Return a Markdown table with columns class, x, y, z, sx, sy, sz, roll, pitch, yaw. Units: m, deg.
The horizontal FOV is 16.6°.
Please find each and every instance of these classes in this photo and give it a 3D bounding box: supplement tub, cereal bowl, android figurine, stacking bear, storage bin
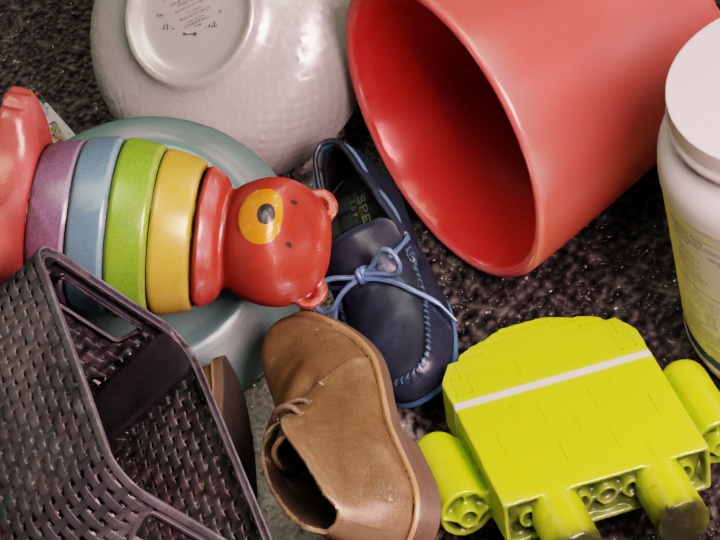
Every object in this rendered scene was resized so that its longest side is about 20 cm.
| class | x | y | z | sx | sy | sz | roll | pitch | yaw |
| --- | --- | --- | --- | --- | --- | --- | --- | --- | --- |
| supplement tub | 0.242 | -0.036 | 1.380 | 0.144 | 0.201 | 0.146 | -8 | 48 | 9 |
| cereal bowl | -0.093 | -0.158 | 1.600 | 0.198 | 0.083 | 0.202 | -2 | 84 | 24 |
| android figurine | 0.119 | 0.092 | 1.397 | 0.181 | 0.041 | 0.200 | -16 | 36 | -10 |
| stacking bear | -0.114 | -0.024 | 1.447 | 0.198 | 0.114 | 0.122 | 7 | 64 | 4 |
| storage bin | -0.142 | 0.100 | 1.345 | 0.094 | 0.135 | 0.201 | -42 | 42 | 13 |

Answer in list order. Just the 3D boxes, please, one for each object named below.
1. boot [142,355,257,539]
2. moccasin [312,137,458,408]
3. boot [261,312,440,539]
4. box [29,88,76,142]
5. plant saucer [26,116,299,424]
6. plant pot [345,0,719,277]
| class | x | y | z | sx | sy | sz | roll | pitch | yaw |
| --- | --- | --- | --- | --- | --- | --- | --- | --- | --- |
| boot | -0.101 | 0.137 | 1.424 | 0.075 | 0.074 | 0.201 | -10 | 51 | 16 |
| moccasin | 0.000 | 0.000 | 1.502 | 0.080 | 0.068 | 0.201 | -33 | 43 | 8 |
| boot | -0.025 | 0.084 | 1.394 | 0.075 | 0.074 | 0.200 | 12 | 27 | -30 |
| box | -0.218 | -0.021 | 1.610 | 0.136 | 0.039 | 0.200 | -33 | 50 | -13 |
| plant saucer | -0.133 | -0.007 | 1.522 | 0.198 | 0.036 | 0.202 | 0 | 73 | 1 |
| plant pot | 0.117 | -0.122 | 1.514 | 0.177 | 0.201 | 0.200 | -28 | 47 | -22 |
